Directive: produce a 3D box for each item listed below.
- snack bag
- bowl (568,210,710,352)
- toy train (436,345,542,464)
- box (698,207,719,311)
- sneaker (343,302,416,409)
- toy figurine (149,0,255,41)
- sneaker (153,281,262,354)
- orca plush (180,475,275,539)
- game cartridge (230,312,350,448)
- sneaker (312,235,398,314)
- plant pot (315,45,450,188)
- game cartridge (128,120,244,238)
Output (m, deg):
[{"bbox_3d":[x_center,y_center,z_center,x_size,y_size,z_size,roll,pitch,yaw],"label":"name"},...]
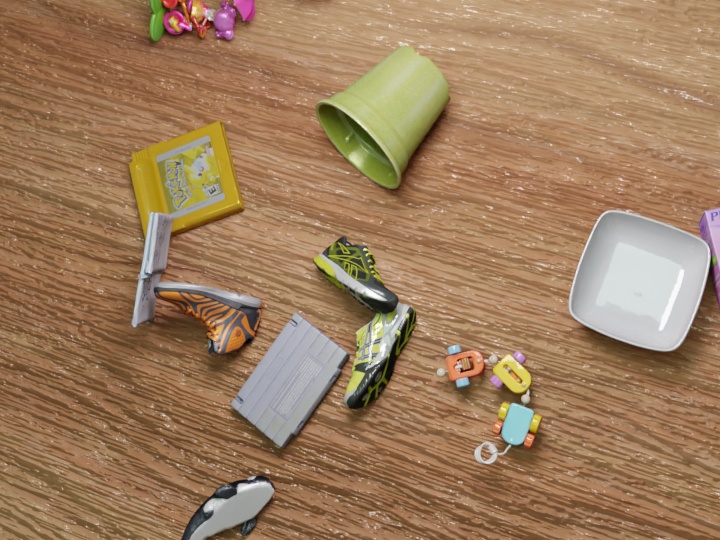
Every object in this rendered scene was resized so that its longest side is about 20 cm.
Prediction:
[{"bbox_3d":[-0.361,-0.001,1.734,0.021,0.189,0.204,10,90,-3],"label":"snack bag"},{"bbox_3d":[0.451,0.023,1.614,0.197,0.075,0.203,20,83,16],"label":"bowl"},{"bbox_3d":[0.218,0.212,1.642,0.148,0.056,0.203,-20,72,10],"label":"toy train"},{"bbox_3d":[0.647,-0.008,1.563,0.173,0.097,0.204,-12,76,10],"label":"box"},{"bbox_3d":[0.021,0.142,1.696,0.076,0.076,0.202,25,75,23],"label":"sneaker"},{"bbox_3d":[-0.289,-0.500,1.868,0.181,0.150,0.203,20,116,4],"label":"toy figurine"},{"bbox_3d":[-0.270,0.086,1.730,0.197,0.077,0.114,13,86,-19],"label":"sneaker"},{"bbox_3d":[-0.238,0.414,1.712,0.105,0.071,0.200,40,95,-27],"label":"orca plush"},{"bbox_3d":[-0.121,0.192,1.733,0.129,0.038,0.201,36,88,13],"label":"game cartridge"},{"bbox_3d":[0.000,0.000,1.699,0.199,0.075,0.085,33,80,38],"label":"sneaker"},{"bbox_3d":[0.052,-0.279,1.719,0.200,0.201,0.185,39,78,17],"label":"plant pot"},{"bbox_3d":[-0.328,-0.165,1.852,0.197,0.032,0.179,-19,75,8],"label":"game cartridge"}]
